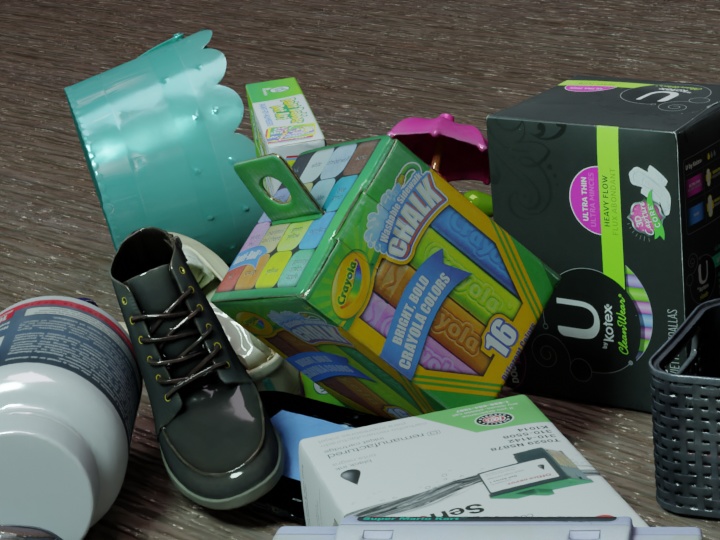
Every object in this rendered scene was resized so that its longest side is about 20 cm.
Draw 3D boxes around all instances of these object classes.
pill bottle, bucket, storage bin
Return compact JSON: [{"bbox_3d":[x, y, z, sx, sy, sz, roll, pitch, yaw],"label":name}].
[{"bbox_3d":[-0.202,0.102,1.238,0.119,0.120,0.200,-6,18,0],"label":"pill bottle"},{"bbox_3d":[-0.163,-0.091,1.682,0.135,0.207,0.207,-17,20,-7],"label":"bucket"},{"bbox_3d":[0.284,0.086,1.178,0.200,0.094,0.135,5,21,27],"label":"storage bin"}]

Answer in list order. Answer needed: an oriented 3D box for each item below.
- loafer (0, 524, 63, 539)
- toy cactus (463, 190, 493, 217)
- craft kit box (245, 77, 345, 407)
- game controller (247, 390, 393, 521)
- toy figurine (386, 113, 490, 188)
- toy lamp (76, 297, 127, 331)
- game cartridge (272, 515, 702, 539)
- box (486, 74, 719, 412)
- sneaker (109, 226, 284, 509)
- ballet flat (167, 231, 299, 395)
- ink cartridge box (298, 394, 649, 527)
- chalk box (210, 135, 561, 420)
[{"bbox_3d":[-0.263,0.170,1.110,0.200,0.072,0.063,-4,-14,-4],"label":"loafer"},{"bbox_3d":[0.181,-0.056,1.656,0.200,0.102,0.165,-4,7,32],"label":"toy cactus"},{"bbox_3d":[-0.043,-0.024,1.441,0.048,0.198,0.200,-7,18,-6],"label":"craft kit box"},{"bbox_3d":[-0.030,0.121,1.253,0.200,0.042,0.104,10,24,41],"label":"game controller"},{"bbox_3d":[0.051,-0.016,1.410,0.150,0.184,0.200,-1,20,15],"label":"toy figurine"},{"bbox_3d":[-0.161,0.051,1.478,0.200,0.058,0.058,3,21,24],"label":"toy lamp"},{"bbox_3d":[0.062,0.176,0.924,0.200,0.130,0.038,-1,19,12],"label":"game cartridge"},{"bbox_3d":[0.185,-0.022,1.356,0.148,0.200,0.124,7,23,36],"label":"box"},{"bbox_3d":[-0.113,0.061,1.252,0.075,0.106,0.200,-26,38,-7],"label":"sneaker"},{"bbox_3d":[-0.113,0.025,1.403,0.069,0.070,0.200,-20,48,-35],"label":"ballet flat"},{"bbox_3d":[0.061,0.150,1.069,0.146,0.084,0.200,-11,19,-13],"label":"ink cartridge box"},{"bbox_3d":[0.000,0.000,1.244,0.125,0.200,0.124,-6,51,60],"label":"chalk box"}]
